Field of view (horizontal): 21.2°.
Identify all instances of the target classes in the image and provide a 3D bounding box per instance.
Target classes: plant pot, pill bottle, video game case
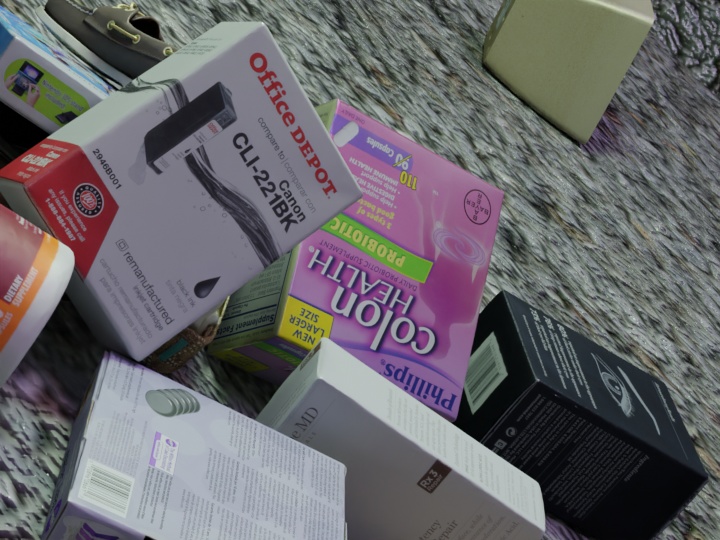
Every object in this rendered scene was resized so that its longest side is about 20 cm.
[{"bbox_3d":[0.277,-0.324,2.661,0.177,0.200,0.200,26,22,-5],"label":"plant pot"},{"bbox_3d":[-0.284,-0.017,1.163,0.200,0.114,0.114,33,21,-15],"label":"pill bottle"},{"bbox_3d":[-0.207,-0.123,1.406,0.181,0.045,0.200,36,3,-26],"label":"video game case"}]

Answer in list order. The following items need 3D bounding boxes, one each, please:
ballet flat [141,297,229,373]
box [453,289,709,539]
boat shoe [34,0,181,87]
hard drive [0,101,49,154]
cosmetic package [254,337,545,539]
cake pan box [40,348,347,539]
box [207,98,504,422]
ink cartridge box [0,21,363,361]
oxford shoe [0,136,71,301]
[{"bbox_3d":[-0.106,-0.012,1.405,0.070,0.065,0.200,38,50,-28],"label":"ballet flat"},{"bbox_3d":[0.179,0.131,1.653,0.200,0.104,0.148,31,22,-23],"label":"box"},{"bbox_3d":[-0.171,-0.165,1.456,0.200,0.060,0.072,37,2,36],"label":"boat shoe"},{"bbox_3d":[-0.271,-0.107,1.474,0.200,0.042,0.135,16,31,-46],"label":"hard drive"},{"bbox_3d":[0.023,0.149,1.361,0.200,0.102,0.074,33,20,-13],"label":"cosmetic package"},{"bbox_3d":[-0.098,0.149,1.201,0.184,0.052,0.200,25,23,-12],"label":"cake pan box"},{"bbox_3d":[0.000,0.000,1.487,0.176,0.097,0.200,27,65,-30],"label":"box"},{"bbox_3d":[-0.120,-0.057,1.298,0.144,0.200,0.084,59,-19,-19],"label":"ink cartridge box"},{"bbox_3d":[-0.262,-0.049,1.344,0.200,0.084,0.073,50,-22,5],"label":"oxford shoe"}]
